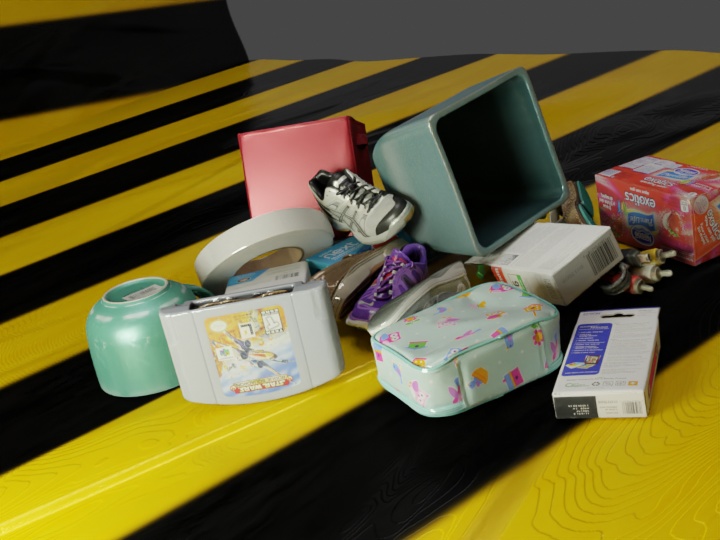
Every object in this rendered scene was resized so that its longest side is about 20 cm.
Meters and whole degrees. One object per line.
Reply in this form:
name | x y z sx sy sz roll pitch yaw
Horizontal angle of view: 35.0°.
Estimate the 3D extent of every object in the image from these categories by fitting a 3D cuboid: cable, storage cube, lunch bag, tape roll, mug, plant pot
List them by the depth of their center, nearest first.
lunch bag | 0.120 0.085 1.287 0.199 0.078 0.160 -21 20 -23
cable | 0.308 0.006 1.481 0.199 0.051 0.097 -6 34 53
mug | -0.275 0.071 1.489 0.150 0.116 0.185 -8 20 9
plant pot | 0.131 -0.141 1.581 0.196 0.197 0.199 -32 16 -32
tape roll | -0.134 -0.023 1.609 0.201 0.037 0.203 -20 -19 -7
storage cube | -0.076 -0.131 1.767 0.198 0.182 0.171 -9 1 9

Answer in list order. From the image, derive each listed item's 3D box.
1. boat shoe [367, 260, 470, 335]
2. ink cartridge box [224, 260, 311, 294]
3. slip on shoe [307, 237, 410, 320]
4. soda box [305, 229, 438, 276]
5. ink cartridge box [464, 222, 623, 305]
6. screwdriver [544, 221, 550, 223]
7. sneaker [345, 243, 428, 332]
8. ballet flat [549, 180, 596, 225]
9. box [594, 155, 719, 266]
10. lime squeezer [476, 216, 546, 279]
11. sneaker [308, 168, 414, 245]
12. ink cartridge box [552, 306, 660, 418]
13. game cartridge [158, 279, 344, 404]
boat shoe | 0.081 0.048 1.402 0.074 0.065 0.202 -32 -2 35
ink cartridge box | -0.120 0.061 1.498 0.115 0.067 0.200 -12 20 4
slip on shoe | 0.000 0.000 1.541 0.060 0.076 0.200 32 40 17
soda box | 0.020 -0.020 1.644 0.199 0.065 0.067 -28 26 -37
ink cartridge box | 0.234 -0.013 1.483 0.109 0.051 0.200 -36 19 -21
screwdriver | 0.228 -0.062 1.693 0.198 0.029 0.028 -18 21 -14
sneaker | 0.037 0.020 1.481 0.080 0.084 0.200 9 26 16
ballet flat | 0.305 -0.068 1.636 0.065 0.071 0.200 -33 14 17
box | 0.419 -0.085 1.547 0.099 0.096 0.200 -20 22 -21
lime squeezer | 0.196 -0.058 1.640 0.070 0.038 0.200 21 38 28
sneaker | -0.008 -0.094 1.573 0.076 0.088 0.199 -49 30 -19
ink cartridge box | 0.271 0.096 1.234 0.094 0.037 0.200 -4 24 22
game cartridge | -0.123 0.088 1.329 0.198 0.134 0.042 -10 19 6
